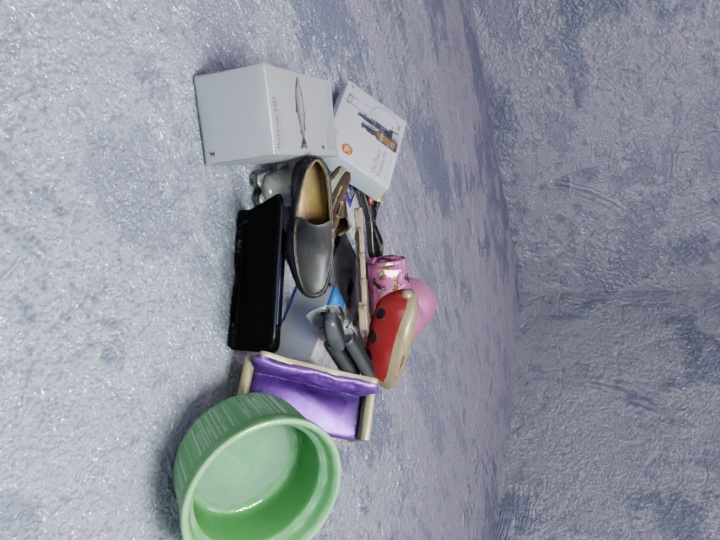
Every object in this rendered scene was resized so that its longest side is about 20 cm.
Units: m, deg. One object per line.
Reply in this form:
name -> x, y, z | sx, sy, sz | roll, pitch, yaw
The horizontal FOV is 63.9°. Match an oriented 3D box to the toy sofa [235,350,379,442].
toy sofa -> -0.076, 0.182, 0.813 | 0.098, 0.197, 0.084 | 139, -36, -61

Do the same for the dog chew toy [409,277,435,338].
dog chew toy -> 0.098, 0.105, 1.336 | 0.200, 0.123, 0.126 | -51, 134, -48

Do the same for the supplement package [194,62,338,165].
supplement package -> -0.127, -0.217, 0.834 | 0.200, 0.116, 0.119 | -25, 112, -65

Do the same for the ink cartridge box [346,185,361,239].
ink cartridge box -> -0.019, -0.167, 1.186 | 0.095, 0.037, 0.202 | 65, 34, -44

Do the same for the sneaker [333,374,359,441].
sneaker -> -0.059, 0.244, 0.923 | 0.199, 0.075, 0.090 | -35, 157, -13

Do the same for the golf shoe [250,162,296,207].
golf shoe -> -0.091, -0.140, 0.940 | 0.200, 0.096, 0.080 | -44, 125, -62

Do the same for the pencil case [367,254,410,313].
pencil case -> 0.061, 0.066, 1.195 | 0.086, 0.082, 0.203 | -26, 115, -57

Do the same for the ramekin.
ramekin -> -0.131, 0.251, 0.706 | 0.197, 0.097, 0.203 | -10, 111, -29

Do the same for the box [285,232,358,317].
box -> -0.058, -0.010, 1.041 | 0.201, 0.059, 0.118 | 64, 33, -47

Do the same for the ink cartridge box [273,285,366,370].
ink cartridge box -> -0.061, 0.145, 0.999 | 0.201, 0.083, 0.147 | 63, 33, -43

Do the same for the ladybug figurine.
ladybug figurine -> 0.050, 0.115, 1.010 | 0.136, 0.071, 0.202 | -80, -177, -62

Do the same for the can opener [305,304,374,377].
can opener -> -0.029, 0.122, 0.903 | 0.201, 0.052, 0.067 | 62, 19, -47

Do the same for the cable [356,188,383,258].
cable -> 0.029, -0.119, 1.192 | 0.097, 0.050, 0.204 | -18, 104, -65

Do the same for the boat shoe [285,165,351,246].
boat shoe -> -0.050, -0.086, 0.935 | 0.074, 0.075, 0.204 | 35, 50, -10

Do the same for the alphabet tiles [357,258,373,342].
alphabet tiles -> 0.017, 0.078, 1.222 | 0.196, 0.014, 0.204 | 19, 70, -79

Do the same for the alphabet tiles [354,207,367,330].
alphabet tiles -> 0.000, 0.000, 0.990 | 0.196, 0.014, 0.204 | 96, -8, -86

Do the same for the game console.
game console -> -0.121, 0.015, 0.830 | 0.175, 0.115, 0.203 | 24, 66, -64

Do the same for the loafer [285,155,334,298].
loafer -> -0.070, -0.061, 0.815 | 0.072, 0.072, 0.204 | -172, -102, -79

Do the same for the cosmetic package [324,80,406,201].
cosmetic package -> 0.004, -0.257, 1.134 | 0.149, 0.052, 0.202 | 29, 52, -18
